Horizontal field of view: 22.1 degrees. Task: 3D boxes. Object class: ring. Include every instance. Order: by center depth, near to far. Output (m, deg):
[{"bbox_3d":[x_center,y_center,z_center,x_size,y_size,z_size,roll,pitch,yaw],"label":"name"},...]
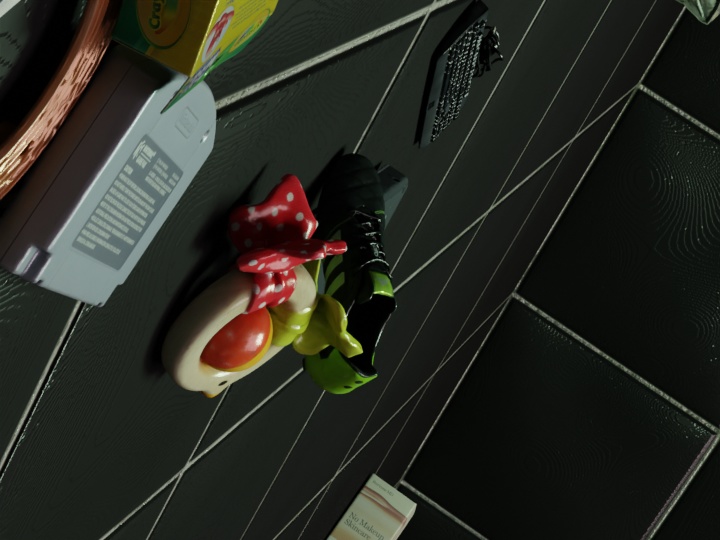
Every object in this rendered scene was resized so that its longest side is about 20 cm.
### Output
[{"bbox_3d":[-0.153,-0.089,0.764,0.201,0.019,0.201,-55,172,-12],"label":"ring"}]

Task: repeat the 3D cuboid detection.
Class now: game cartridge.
[{"bbox_3d":[-0.127,-0.049,0.955,0.134,0.041,0.200,-61,175,-4],"label":"game cartridge"}]

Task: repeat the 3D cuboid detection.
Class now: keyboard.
[{"bbox_3d":[0.102,-0.183,1.723,0.104,0.039,0.200,-53,171,-18],"label":"keyboard"}]

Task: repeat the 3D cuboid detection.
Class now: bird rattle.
[{"bbox_3d":[-0.074,0.032,1.367,0.163,0.113,0.200,-39,166,-3],"label":"bird rattle"}]

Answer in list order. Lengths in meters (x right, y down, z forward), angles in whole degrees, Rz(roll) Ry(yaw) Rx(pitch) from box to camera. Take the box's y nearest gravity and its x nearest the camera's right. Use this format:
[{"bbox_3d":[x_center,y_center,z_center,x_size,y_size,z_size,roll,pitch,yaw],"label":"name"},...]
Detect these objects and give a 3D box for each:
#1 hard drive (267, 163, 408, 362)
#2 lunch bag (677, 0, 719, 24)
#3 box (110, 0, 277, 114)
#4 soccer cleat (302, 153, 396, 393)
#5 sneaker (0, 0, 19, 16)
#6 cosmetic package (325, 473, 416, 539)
[{"bbox_3d":[-0.031,-0.007,1.644,0.140,0.033,0.200,-61,170,26],"label":"hard drive"},{"bbox_3d":[0.565,-0.502,2.825,0.201,0.117,0.164,-57,171,35],"label":"lunch bag"},{"bbox_3d":[-0.053,-0.176,0.843,0.201,0.048,0.117,-69,172,27],"label":"box"},{"bbox_3d":[0.000,0.000,1.492,0.081,0.067,0.202,-13,-113,53],"label":"soccer cleat"},{"bbox_3d":[-0.131,-0.127,0.562,0.130,0.079,0.200,-53,170,-29],"label":"sneaker"},{"bbox_3d":[0.003,0.475,3.266,0.201,0.103,0.087,-55,172,-19],"label":"cosmetic package"}]
